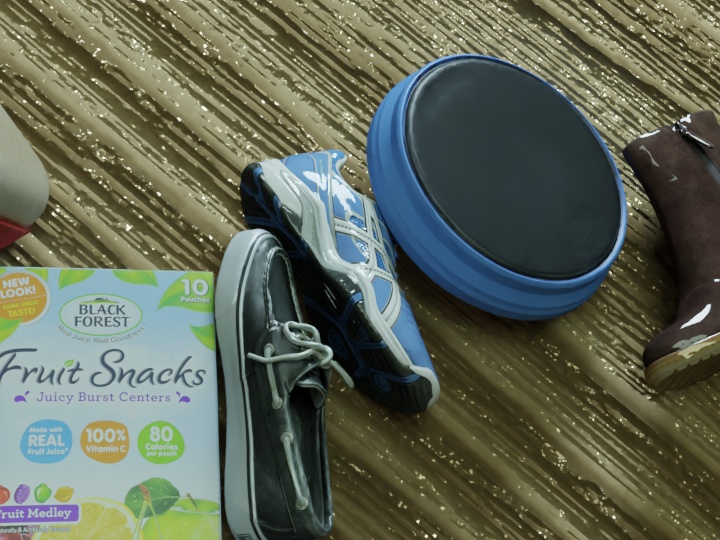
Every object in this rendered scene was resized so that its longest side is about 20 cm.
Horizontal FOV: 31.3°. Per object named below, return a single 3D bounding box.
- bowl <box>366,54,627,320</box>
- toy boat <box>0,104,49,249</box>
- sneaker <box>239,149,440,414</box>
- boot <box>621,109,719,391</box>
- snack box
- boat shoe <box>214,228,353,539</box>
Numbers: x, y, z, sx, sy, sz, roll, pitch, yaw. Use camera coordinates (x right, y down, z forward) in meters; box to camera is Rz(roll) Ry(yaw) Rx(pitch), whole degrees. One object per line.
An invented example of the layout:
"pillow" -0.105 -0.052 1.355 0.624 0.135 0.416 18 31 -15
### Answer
"bowl" 0.099 -0.064 0.891 0.198 0.039 0.203 15 54 -22
"toy boat" -0.297 -0.081 0.800 0.130 0.130 0.201 -39 77 3
"sneaker" 0.000 0.000 0.843 0.076 0.076 0.201 -24 74 -28
"boot" 0.233 -0.018 0.917 0.198 0.073 0.167 -25 72 -31
"snack box" -0.156 0.100 0.769 0.140 0.053 0.203 2 64 -14
"boat shoe" -0.045 0.066 0.789 0.067 0.073 0.202 -14 62 25
